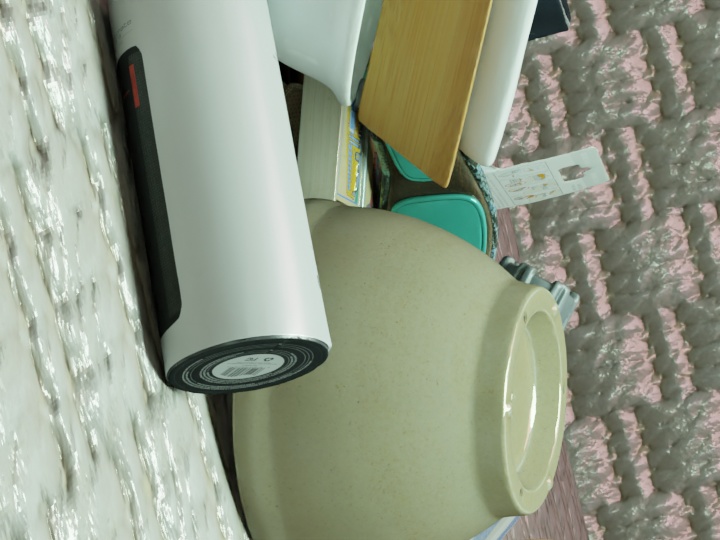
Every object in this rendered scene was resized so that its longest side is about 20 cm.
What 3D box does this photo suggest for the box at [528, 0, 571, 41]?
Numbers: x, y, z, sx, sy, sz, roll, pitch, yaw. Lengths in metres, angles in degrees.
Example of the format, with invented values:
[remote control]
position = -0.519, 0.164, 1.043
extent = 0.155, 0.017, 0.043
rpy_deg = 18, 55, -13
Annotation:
[box]
position = 0.031, -0.230, 1.883
extent = 0.197, 0.199, 0.124
rpy_deg = 53, 24, -73

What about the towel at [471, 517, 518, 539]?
[towel]
position = 0.088, 0.156, 1.857
extent = 0.024, 0.147, 0.200
rpy_deg = 35, -18, 15

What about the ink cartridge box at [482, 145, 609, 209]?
[ink cartridge box]
position = 0.070, -0.074, 1.893
extent = 0.162, 0.199, 0.050
rpy_deg = 37, 40, -79

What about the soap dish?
[soap dish]
position = 0.059, -0.166, 1.419
extent = 0.200, 0.081, 0.158
rpy_deg = -72, 176, -51

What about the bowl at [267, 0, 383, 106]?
[bowl]
position = -0.023, -0.193, 1.384
extent = 0.201, 0.090, 0.202
rpy_deg = 15, 90, -87

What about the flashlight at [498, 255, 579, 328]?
[flashlight]
position = 0.062, 0.091, 1.568
extent = 0.200, 0.068, 0.068
rpy_deg = -60, 162, -1

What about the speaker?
[speaker]
position = -0.069, -0.048, 1.285
extent = 0.081, 0.081, 0.201
rpy_deg = 55, 23, -70

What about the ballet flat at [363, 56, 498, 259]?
[ballet flat]
position = 0.043, -0.064, 1.549
extent = 0.200, 0.074, 0.074
rpy_deg = 82, 2, -46

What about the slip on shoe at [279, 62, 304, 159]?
[slip on shoe]
position = -0.050, -0.084, 1.529
extent = 0.076, 0.060, 0.201
rpy_deg = 56, 20, -49

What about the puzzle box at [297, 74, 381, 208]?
[puzzle box]
position = -0.007, -0.081, 1.533
extent = 0.133, 0.025, 0.201
rpy_deg = 21, 73, -75

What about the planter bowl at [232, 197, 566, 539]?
[planter bowl]
position = 0.031, 0.065, 1.406
extent = 0.200, 0.134, 0.201
rpy_deg = 3, 90, -70
